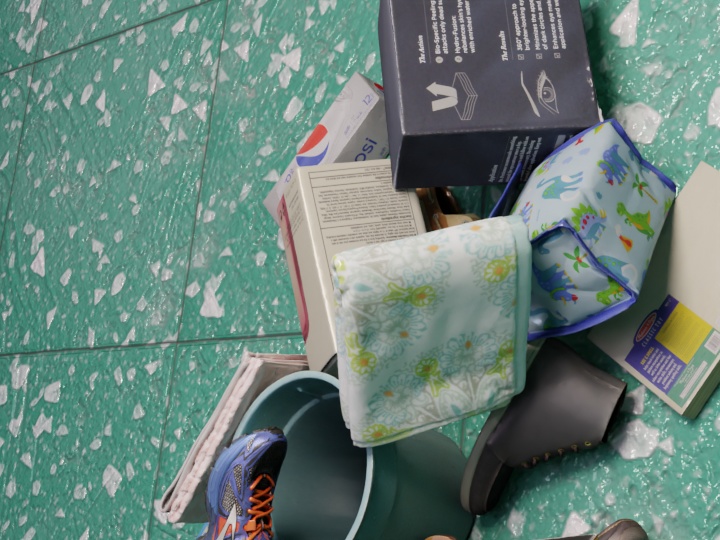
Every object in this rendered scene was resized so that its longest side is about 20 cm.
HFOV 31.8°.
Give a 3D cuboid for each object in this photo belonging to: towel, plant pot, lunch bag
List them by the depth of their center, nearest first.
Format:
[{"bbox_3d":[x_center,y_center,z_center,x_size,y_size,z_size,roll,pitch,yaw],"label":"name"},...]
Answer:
[{"bbox_3d":[0.063,0.054,1.091,0.048,0.169,0.202,-125,25,-51],"label":"towel"},{"bbox_3d":[0.176,-0.024,1.189,0.200,0.127,0.171,-35,16,47],"label":"lunch bag"},{"bbox_3d":[0.001,0.217,1.256,0.199,0.195,0.203,-16,65,40],"label":"plant pot"},{"bbox_3d":[-0.109,0.176,1.336,0.032,0.190,0.201,34,100,27],"label":"towel"}]

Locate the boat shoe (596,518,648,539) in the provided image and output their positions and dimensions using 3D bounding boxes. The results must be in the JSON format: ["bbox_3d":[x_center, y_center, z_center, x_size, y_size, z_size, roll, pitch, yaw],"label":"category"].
[{"bbox_3d":[0.174,0.282,1.154,0.200,0.074,0.074,-45,50,22],"label":"boat shoe"}]

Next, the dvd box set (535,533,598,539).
[{"bbox_3d":[0.163,0.335,1.100,0.145,0.029,0.202,-15,93,33],"label":"dvd box set"}]

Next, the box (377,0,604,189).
[{"bbox_3d":[0.124,-0.198,1.273,0.118,0.197,0.199,98,169,-66],"label":"box"}]

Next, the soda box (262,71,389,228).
[{"bbox_3d":[-0.028,-0.130,1.500,0.201,0.068,0.064,-53,46,17],"label":"soda box"}]

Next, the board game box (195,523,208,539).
[{"bbox_3d":[-0.105,0.275,1.454,0.134,0.034,0.201,40,104,44],"label":"board game box"}]

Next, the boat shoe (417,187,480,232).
[{"bbox_3d":[0.099,-0.029,1.338,0.074,0.075,0.201,-47,49,17],"label":"boat shoe"}]

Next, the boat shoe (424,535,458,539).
[{"bbox_3d":[0.077,0.353,1.208,0.070,0.070,0.203,3,86,22],"label":"boat shoe"}]

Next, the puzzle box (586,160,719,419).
[{"bbox_3d":[0.307,0.016,1.153,0.133,0.025,0.201,43,106,43],"label":"puzzle box"}]

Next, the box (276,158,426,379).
[{"bbox_3d":[0.000,0.000,1.298,0.109,0.126,0.202,127,134,-64],"label":"box"}]

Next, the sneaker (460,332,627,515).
[{"bbox_3d":[0.170,0.168,1.200,0.106,0.075,0.202,29,115,18],"label":"sneaker"}]

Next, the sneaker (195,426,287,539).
[{"bbox_3d":[-0.105,0.240,1.171,0.078,0.075,0.202,26,102,37],"label":"sneaker"}]
